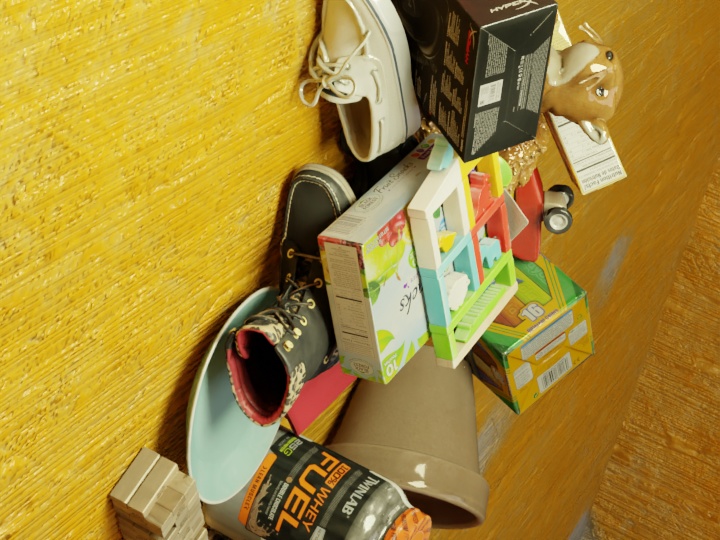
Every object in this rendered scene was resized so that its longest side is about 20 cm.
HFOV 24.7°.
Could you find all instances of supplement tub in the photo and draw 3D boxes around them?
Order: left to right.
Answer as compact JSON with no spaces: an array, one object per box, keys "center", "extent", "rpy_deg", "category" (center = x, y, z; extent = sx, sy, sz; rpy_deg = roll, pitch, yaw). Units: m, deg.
[{"center":[-0.041,0.234,1.569],"extent":[0.123,0.199,0.123],"rpy_deg":[-54,158,-33],"category":"supplement tub"}]

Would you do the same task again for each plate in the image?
[{"center":[-0.112,0.109,1.465],"extent":[0.200,0.025,0.201],"rpy_deg":[15,90,-69],"category":"plate"}]

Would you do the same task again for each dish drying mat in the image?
[{"center":[-0.003,0.069,1.567],"extent":[0.200,0.018,0.077],"rpy_deg":[-45,151,-15],"category":"dish drying mat"}]

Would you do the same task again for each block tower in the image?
[{"center":[-0.171,0.236,1.444],"extent":[0.058,0.054,0.200],"rpy_deg":[-54,158,-28],"category":"block tower"}]

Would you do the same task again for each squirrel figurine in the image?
[{"center":[0.151,-0.171,1.579],"extent":[0.200,0.185,0.142],"rpy_deg":[114,-19,-45],"category":"squirrel figurine"}]

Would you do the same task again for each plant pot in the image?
[{"center":[0.053,0.180,1.836],"extent":[0.200,0.199,0.176],"rpy_deg":[66,32,-66],"category":"plant pot"}]

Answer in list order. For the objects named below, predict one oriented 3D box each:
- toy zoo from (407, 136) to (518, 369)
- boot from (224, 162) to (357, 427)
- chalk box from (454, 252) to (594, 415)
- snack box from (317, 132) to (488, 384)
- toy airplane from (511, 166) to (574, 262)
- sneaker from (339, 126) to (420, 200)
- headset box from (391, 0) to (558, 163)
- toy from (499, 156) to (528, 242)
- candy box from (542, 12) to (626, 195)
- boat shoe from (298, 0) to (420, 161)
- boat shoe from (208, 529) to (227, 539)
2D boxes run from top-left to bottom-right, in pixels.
[{"center":[0.091,-0.031,1.455],"extent":[0.131,0.020,0.201],"rpy_deg":[-47,136,-42],"category":"toy zoo"},{"center":[-0.057,0.024,1.416],"extent":[0.151,0.073,0.201],"rpy_deg":[-48,147,-55],"category":"boot"},{"center":[0.151,0.038,1.855],"extent":[0.125,0.200,0.124],"rpy_deg":[-37,143,-16],"category":"chalk box"},{"center":[0.044,-0.014,1.455],"extent":[0.200,0.053,0.143],"rpy_deg":[-44,135,-43],"category":"snack box"},{"center":[0.136,-0.121,1.758],"extent":[0.200,0.140,0.200],"rpy_deg":[38,39,-63],"category":"toy airplane"},{"center":[0.034,-0.102,1.529],"extent":[0.076,0.090,0.200],"rpy_deg":[-53,157,-28],"category":"sneaker"},{"center":[0.075,-0.215,1.369],"extent":[0.077,0.200,0.149],"rpy_deg":[-18,142,-19],"category":"headset box"},{"center":[0.093,-0.052,1.592],"extent":[0.047,0.115,0.200],"rpy_deg":[-31,170,-32],"category":"toy"},{"center":[0.216,-0.187,1.747],"extent":[0.055,0.201,0.115],"rpy_deg":[-24,-172,6],"category":"candy box"},{"center":[-0.011,-0.164,1.360],"extent":[0.086,0.075,0.202],"rpy_deg":[-41,146,-18],"category":"boat shoe"},{"center":[-0.126,0.326,1.675],"extent":[0.067,0.057,0.200],"rpy_deg":[-57,160,-23],"category":"boat shoe"}]
